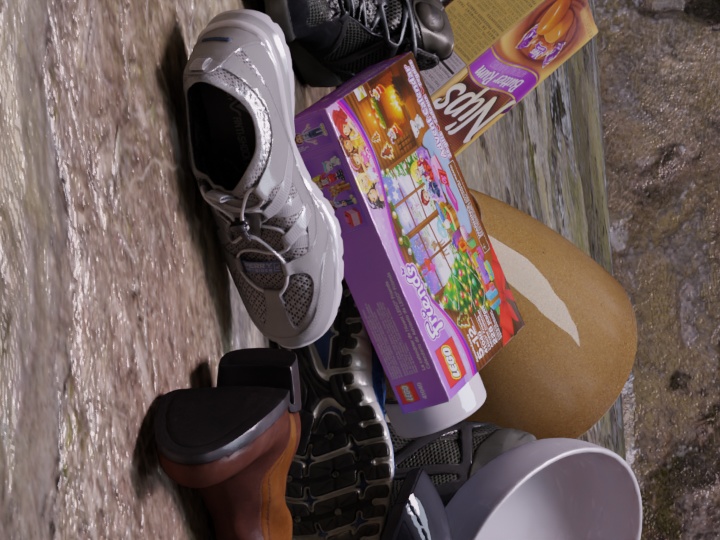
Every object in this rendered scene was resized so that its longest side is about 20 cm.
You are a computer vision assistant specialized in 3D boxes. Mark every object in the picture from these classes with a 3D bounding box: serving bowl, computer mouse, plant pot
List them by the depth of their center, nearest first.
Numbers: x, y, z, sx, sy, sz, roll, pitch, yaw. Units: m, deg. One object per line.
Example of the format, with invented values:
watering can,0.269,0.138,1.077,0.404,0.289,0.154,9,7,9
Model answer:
computer mouse,0.026,0.207,1.599,0.140,0.046,0.201,-56,166,-69
serving bowl,0.102,0.198,1.707,0.200,0.066,0.201,-25,128,-36
plant pot,0.095,0.023,1.975,0.200,0.185,0.187,47,36,-50

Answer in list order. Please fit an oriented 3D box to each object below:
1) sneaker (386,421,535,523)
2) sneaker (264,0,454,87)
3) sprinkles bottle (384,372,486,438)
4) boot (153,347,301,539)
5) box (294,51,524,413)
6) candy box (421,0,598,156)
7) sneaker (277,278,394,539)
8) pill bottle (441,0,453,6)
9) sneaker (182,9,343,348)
sneaker,0.032,0.175,1.775,0.200,0.114,0.076,-50,142,-34
sneaker,-0.004,-0.179,1.683,0.199,0.114,0.077,48,36,-68
sprinkles bottle,0.016,0.009,1.679,0.068,0.068,0.201,-59,126,-72
boot,-0.070,0.158,1.374,0.188,0.068,0.201,-74,165,-80
box,0.030,-0.026,1.613,0.137,0.039,0.201,-39,109,-58
candy box,0.084,-0.155,1.914,0.057,0.200,0.117,49,-2,22
sneaker,-0.009,0.098,1.605,0.089,0.078,0.201,52,34,-65
pill bottle,0.036,-0.241,1.906,0.200,0.111,0.112,60,27,-65
sneaker,-0.068,-0.043,1.445,0.082,0.074,0.201,-46,125,-56
